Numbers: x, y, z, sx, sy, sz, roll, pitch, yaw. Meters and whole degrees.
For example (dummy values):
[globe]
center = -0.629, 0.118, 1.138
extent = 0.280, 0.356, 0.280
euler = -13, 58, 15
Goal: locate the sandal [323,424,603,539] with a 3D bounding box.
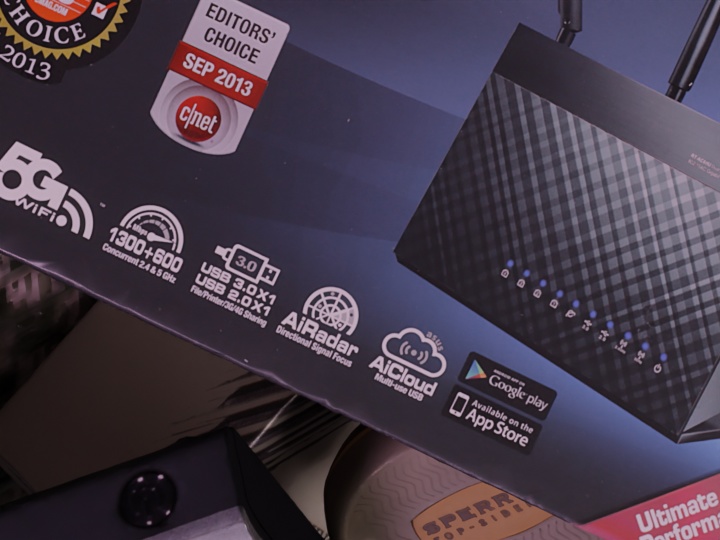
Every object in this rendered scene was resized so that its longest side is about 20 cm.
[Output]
[sandal]
center = 0.066, 0.040, 0.677
extent = 0.199, 0.082, 0.055
euler = -25, -157, 32

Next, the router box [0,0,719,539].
[router box]
center = 0.013, -0.047, 0.585
extent = 0.151, 0.199, 0.062
euler = -65, -171, -1

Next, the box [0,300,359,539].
[box]
center = 0.000, 0.000, 0.786
extent = 0.200, 0.068, 0.082
euler = -49, 150, 1

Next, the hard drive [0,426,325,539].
[hard drive]
center = -0.100, 0.108, 0.733
extent = 0.199, 0.033, 0.140
euler = -20, 149, 9
